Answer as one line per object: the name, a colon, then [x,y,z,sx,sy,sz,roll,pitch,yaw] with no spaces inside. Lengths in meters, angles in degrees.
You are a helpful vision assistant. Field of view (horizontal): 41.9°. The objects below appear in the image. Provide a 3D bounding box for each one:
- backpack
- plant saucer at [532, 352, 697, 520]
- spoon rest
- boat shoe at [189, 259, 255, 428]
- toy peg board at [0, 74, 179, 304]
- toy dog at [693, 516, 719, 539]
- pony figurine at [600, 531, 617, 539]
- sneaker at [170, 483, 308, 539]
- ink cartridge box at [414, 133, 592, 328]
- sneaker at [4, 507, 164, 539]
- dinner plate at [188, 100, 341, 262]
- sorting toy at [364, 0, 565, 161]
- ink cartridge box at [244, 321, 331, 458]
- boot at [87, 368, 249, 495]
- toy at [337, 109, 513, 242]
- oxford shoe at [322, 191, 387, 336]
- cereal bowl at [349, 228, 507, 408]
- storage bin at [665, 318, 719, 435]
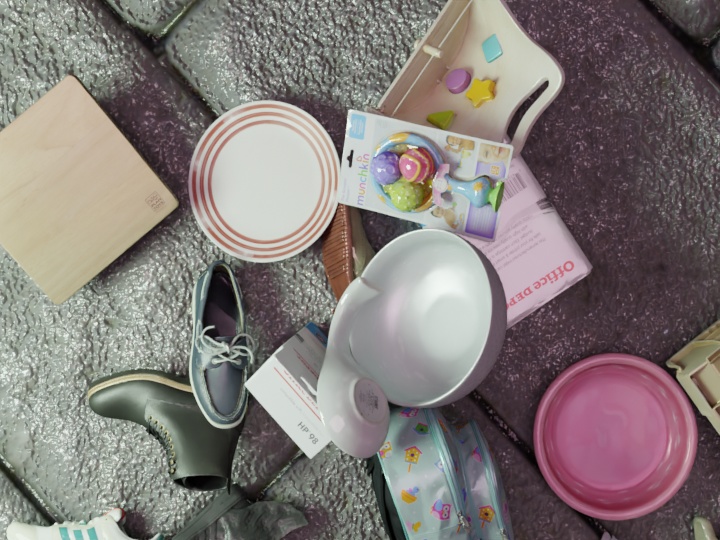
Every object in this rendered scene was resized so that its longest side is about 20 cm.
backpack: [0.087,0.249,1.085,0.152,0.176,0.202,-24,111,5]
plant saucer: [0.309,0.202,1.159,0.198,0.051,0.203,0,89,3]
spoon rest: [-0.007,0.109,1.032,0.099,0.060,0.202,28,50,-34]
boat shoe: [-0.166,0.087,1.137,0.074,0.062,0.202,5,66,-18]
toy peg board: [-0.362,-0.104,1.174,0.199,0.098,0.200,-39,104,2]
toy dog: [0.523,0.370,1.112,0.198,0.140,0.196,-13,102,2]
pony figurine: [0.296,0.446,1.123,0.199,0.167,0.193,38,99,-14]
sneaker: [-0.168,0.343,1.152,0.104,0.060,0.200,45,68,10]
ink cartridge box: [0.165,-0.045,1.147,0.145,0.084,0.201,-32,89,2]
sneaker: [-0.340,0.336,1.181,0.198,0.070,0.094,20,73,3]
dinner plate: [-0.119,-0.111,1.179,0.197,0.024,0.203,0,89,9]
sorting toy: [0.139,-0.214,1.102,0.180,0.107,0.201,36,92,32]
ink cartridge box: [-0.061,0.139,1.094,0.067,0.200,0.116,-43,88,12]
boot: [-0.240,0.197,1.130,0.197,0.078,0.139,0,48,3]
toy: [0.066,-0.105,1.074,0.198,0.047,0.116,14,113,13]
oxford shoe: [0.000,0.000,1.173,0.073,0.071,0.203,-5,87,-27]
cereal bowl: [0.085,0.059,1.075,0.198,0.083,0.203,-12,69,35]
storage bin: [0.501,0.142,1.119,0.198,0.094,0.201,-35,89,-7]
